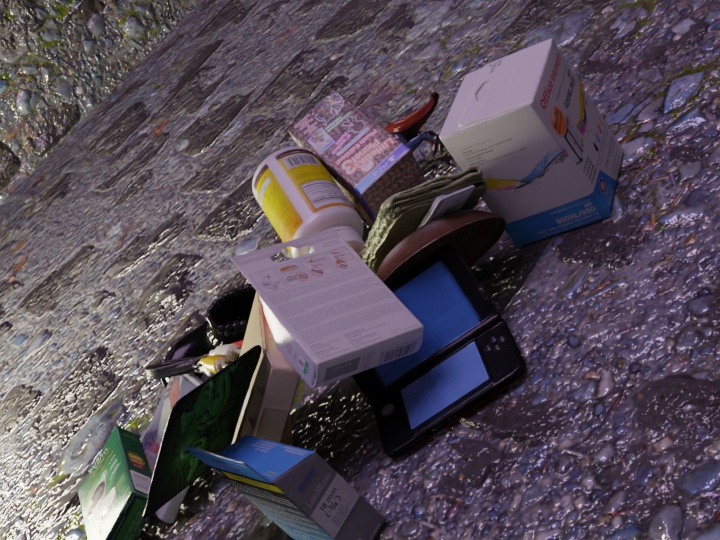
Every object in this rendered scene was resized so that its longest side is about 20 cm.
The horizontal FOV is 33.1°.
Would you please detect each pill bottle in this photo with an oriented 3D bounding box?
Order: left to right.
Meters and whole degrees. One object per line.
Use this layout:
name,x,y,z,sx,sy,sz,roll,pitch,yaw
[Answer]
pill bottle,-0.067,-0.076,1.693,0.109,0.109,0.200,-37,52,4

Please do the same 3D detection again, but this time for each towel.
towel,0.077,-0.064,1.575,0.148,0.037,0.200,-18,-22,-21

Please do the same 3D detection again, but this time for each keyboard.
keyboard,0.091,-0.048,1.563,0.056,0.011,0.200,-17,-22,-26

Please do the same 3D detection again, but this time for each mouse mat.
mouse mat,-0.184,0.188,1.404,0.161,0.008,0.201,-35,-28,-48

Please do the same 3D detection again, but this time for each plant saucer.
plant saucer,0.095,-0.023,1.568,0.200,0.200,0.037,-35,71,10

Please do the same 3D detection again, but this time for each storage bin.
storage bin,-0.103,0.148,1.522,0.199,0.093,0.201,-105,29,-60

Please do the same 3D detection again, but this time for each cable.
cable,-0.218,0.120,1.698,0.199,0.051,0.097,-1,22,39

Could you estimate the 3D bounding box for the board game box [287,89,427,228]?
board game box,0.009,-0.148,1.806,0.097,0.160,0.200,-42,50,-6

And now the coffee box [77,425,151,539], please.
coffee box,-0.342,0.316,1.700,0.123,0.044,0.200,-60,26,7

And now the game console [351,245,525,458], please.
game console,0.074,0.097,1.464,0.200,0.119,0.173,-35,27,10

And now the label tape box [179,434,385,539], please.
label tape box,-0.086,0.237,1.358,0.144,0.200,0.063,3,52,53

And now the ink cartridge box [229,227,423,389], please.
ink cartridge box,-0.044,0.042,1.452,0.160,0.050,0.200,-17,47,-34

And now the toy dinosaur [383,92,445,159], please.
toy dinosaur,0.045,-0.214,1.957,0.181,0.201,0.105,8,28,16

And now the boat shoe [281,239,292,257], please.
boat shoe,-0.049,-0.053,1.842,0.064,0.075,0.202,5,6,25

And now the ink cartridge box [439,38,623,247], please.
ink cartridge box,0.226,-0.166,1.581,0.144,0.200,0.148,-18,34,36

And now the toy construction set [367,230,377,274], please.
toy construction set,0.000,0.000,1.735,0.200,0.092,0.132,-12,60,55

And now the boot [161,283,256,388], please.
boot,-0.216,0.101,1.801,0.211,0.079,0.158,-44,0,-9

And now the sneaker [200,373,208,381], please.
sneaker,-0.127,0.139,1.734,0.200,0.074,0.082,-35,56,-2

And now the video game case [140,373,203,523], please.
video game case,-0.261,0.237,1.692,0.183,0.023,0.200,-66,25,-3
